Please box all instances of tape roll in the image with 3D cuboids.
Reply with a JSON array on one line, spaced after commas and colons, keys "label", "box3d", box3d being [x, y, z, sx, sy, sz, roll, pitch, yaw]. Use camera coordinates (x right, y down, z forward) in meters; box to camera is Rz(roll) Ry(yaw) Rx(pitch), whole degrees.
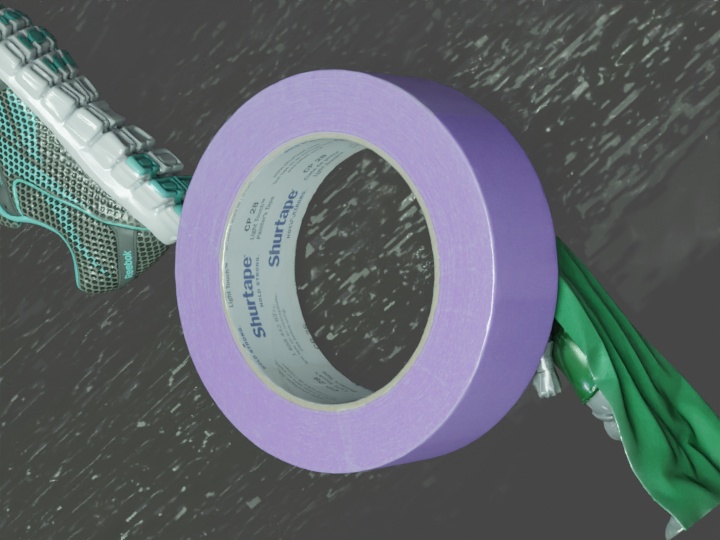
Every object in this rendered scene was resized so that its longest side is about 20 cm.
[{"label": "tape roll", "box3d": [0.000, 0.000, 0.944, 0.199, 0.065, 0.202, 1, 92, 36]}]

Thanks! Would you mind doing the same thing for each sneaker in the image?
[{"label": "sneaker", "box3d": [-0.179, -0.068, 1.010, 0.200, 0.078, 0.091, 46, 106, 6]}]

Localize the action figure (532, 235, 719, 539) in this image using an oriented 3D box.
[{"label": "action figure", "box3d": [0.118, 0.042, 0.953, 0.055, 0.118, 0.200, -41, 78, 24]}]
